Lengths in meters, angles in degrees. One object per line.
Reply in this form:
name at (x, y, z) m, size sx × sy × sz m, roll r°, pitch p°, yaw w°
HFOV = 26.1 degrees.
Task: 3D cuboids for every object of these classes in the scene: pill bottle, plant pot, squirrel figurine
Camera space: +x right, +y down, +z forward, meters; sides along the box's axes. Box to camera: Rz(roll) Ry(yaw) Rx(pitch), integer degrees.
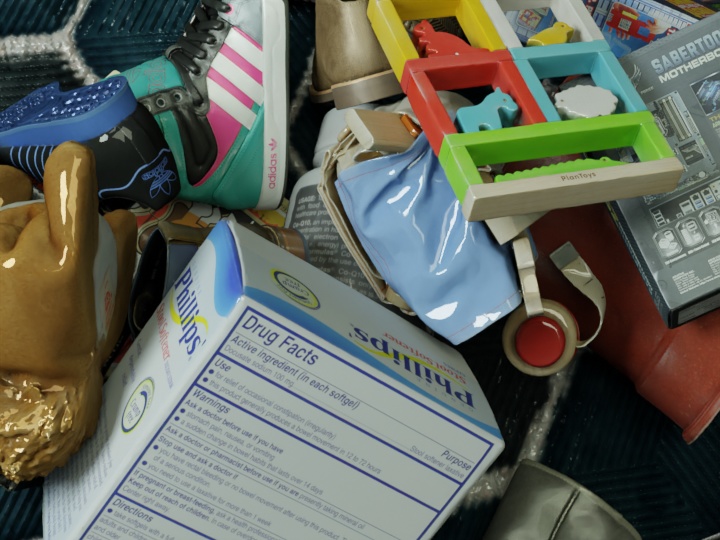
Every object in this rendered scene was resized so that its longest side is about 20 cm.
pill bottle at (0.000, 0.000, 1.021) m, size 0.112 × 0.113 × 0.201 m, roll 14°, pitch 72°, yaw -6°
plant pot at (0.189, -0.023, 1.028) m, size 0.195 × 0.201 × 0.201 m, roll 33°, pitch 71°, yaw 9°
squirrel figurine at (-0.233, 0.026, 0.861) m, size 0.185 × 0.142 × 0.202 m, roll 4°, pitch 83°, yaw 4°

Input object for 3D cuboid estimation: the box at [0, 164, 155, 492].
box at (-0.249, 0.015, 0.969) m, size 0.199 × 0.086 × 0.164 m, roll 33°, pitch 84°, yaw 1°

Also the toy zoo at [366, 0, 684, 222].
toy zoo at (0.086, -0.116, 0.896) m, size 0.130 × 0.021 × 0.201 m, roll -9°, pitch 52°, yaw -20°

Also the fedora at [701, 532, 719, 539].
fedora at (0.264, 0.256, 1.001) m, size 0.199 × 0.090 × 0.177 m, roll -34°, pitch 81°, yaw -17°

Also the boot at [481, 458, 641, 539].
boot at (0.069, 0.209, 0.992) m, size 0.181 × 0.073 × 0.201 m, roll 34°, pitch 77°, yaw -13°

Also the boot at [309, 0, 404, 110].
boot at (-0.002, -0.149, 1.018) m, size 0.073 × 0.200 × 0.076 m, roll -17°, pitch 97°, yaw -4°

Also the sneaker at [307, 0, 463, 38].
sneaker at (-0.024, -0.207, 1.110) m, size 0.199 × 0.112 × 0.072 m, roll 31°, pitch 59°, yaw -32°

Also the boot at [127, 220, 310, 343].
boot at (-0.115, 0.054, 0.955) m, size 0.096 × 0.075 × 0.201 m, roll 11°, pitch 112°, yaw -37°

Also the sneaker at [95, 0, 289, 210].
sneaker at (-0.113, -0.136, 1.011) m, size 0.120 × 0.084 × 0.202 m, roll -4°, pitch 102°, yaw -17°

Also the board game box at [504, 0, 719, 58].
board game box at (0.181, -0.174, 1.059) m, size 0.199 × 0.062 × 0.200 m, roll 33°, pitch 26°, yaw 25°

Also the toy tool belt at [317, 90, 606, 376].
toy tool belt at (0.058, -0.014, 0.911) m, size 0.125 × 0.123 × 0.201 m, roll -36°, pitch 91°, yaw 12°

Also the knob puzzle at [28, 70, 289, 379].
knob puzzle at (-0.160, -0.016, 1.041) m, size 0.218 × 0.030 × 0.221 m, roll 3°, pitch 73°, yaw -9°

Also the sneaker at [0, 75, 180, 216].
sneaker at (-0.181, -0.072, 0.978) m, size 0.070 × 0.200 × 0.078 m, roll -40°, pitch 113°, yaw -23°

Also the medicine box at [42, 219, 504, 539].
medicine box at (-0.054, 0.107, 0.885) m, size 0.182 × 0.103 × 0.200 m, roll 30°, pitch 106°, yaw -24°

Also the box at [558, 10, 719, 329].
box at (0.238, -0.078, 0.919) m, size 0.199 × 0.051 × 0.159 m, roll -25°, pitch 71°, yaw 3°
